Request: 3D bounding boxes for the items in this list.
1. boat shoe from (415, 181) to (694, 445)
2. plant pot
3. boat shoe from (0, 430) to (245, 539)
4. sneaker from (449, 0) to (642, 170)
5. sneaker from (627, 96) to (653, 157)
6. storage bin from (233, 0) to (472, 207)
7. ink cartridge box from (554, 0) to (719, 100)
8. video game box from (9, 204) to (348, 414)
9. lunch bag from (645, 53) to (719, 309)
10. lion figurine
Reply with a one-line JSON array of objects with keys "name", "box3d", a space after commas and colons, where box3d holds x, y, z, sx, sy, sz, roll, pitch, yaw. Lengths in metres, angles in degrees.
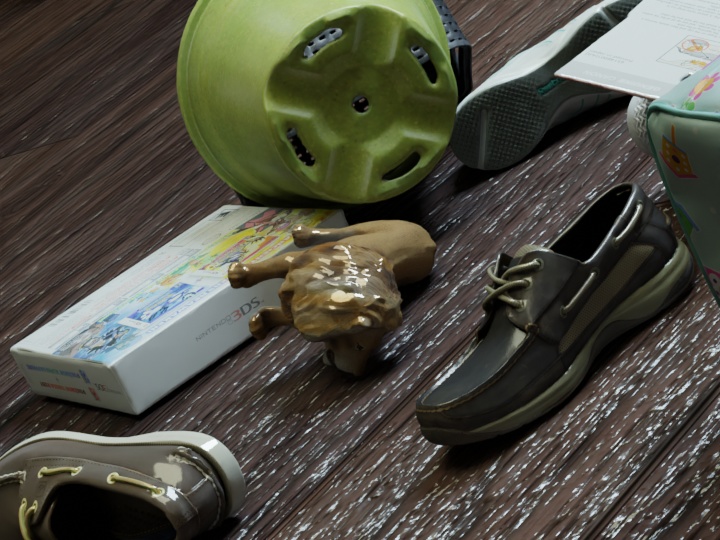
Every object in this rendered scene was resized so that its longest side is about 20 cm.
[{"name": "boat shoe", "box3d": [0.094, 0.020, 1.442, 0.200, 0.074, 0.074, -39, 19, -34]}, {"name": "plant pot", "box3d": [-0.016, -0.124, 1.834, 0.200, 0.201, 0.184, -29, 14, -5]}, {"name": "boat shoe", "box3d": [-0.156, 0.134, 1.517, 0.199, 0.072, 0.059, -8, 22, 38]}, {"name": "sneaker", "box3d": [0.147, -0.142, 1.874, 0.199, 0.071, 0.080, -27, 13, 4]}, {"name": "sneaker", "box3d": [0.217, -0.119, 1.682, 0.200, 0.076, 0.114, -31, 14, -33]}, {"name": "storage bin", "box3d": [-0.024, -0.141, 2.008, 0.199, 0.094, 0.135, -30, -15, -5]}, {"name": "ink cartridge box", "box3d": [0.238, -0.111, 1.522, 0.199, 0.045, 0.176, 17, 40, 32]}, {"name": "video game box", "box3d": [-0.121, 0.023, 1.846, 0.199, 0.047, 0.182, -35, 15, -23]}, {"name": "lunch bag", "box3d": [0.226, -0.024, 1.219, 0.077, 0.161, 0.200, -39, 24, -20]}, {"name": "lion figurine", "box3d": [0.000, 0.000, 1.675, 0.122, 0.073, 0.200, -9, 19, 30]}]
